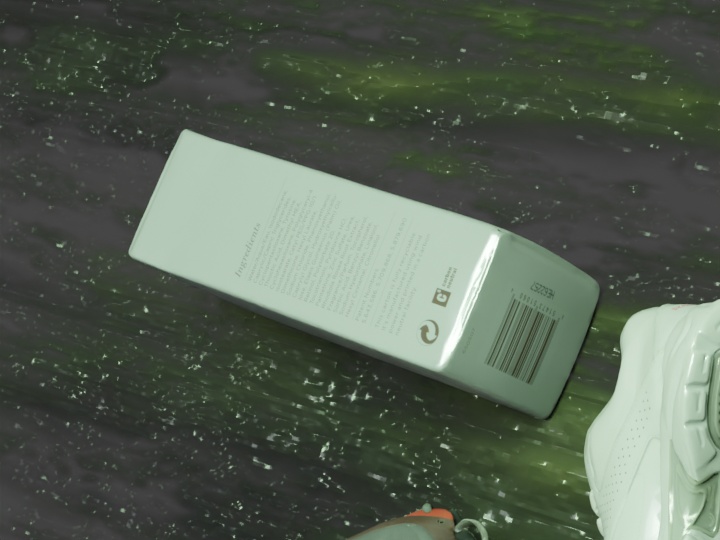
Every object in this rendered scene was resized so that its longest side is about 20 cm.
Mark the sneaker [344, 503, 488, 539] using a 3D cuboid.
[{"bbox_3d":[0.018,0.147,0.952,0.200,0.077,0.082,3,49,35],"label":"sneaker"}]

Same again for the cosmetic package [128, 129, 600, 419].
[{"bbox_3d":[0.000,0.000,0.983,0.200,0.102,0.074,21,86,37],"label":"cosmetic package"}]

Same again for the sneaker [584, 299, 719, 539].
[{"bbox_3d":[0.131,0.108,0.880,0.099,0.078,0.200,9,89,65],"label":"sneaker"}]
